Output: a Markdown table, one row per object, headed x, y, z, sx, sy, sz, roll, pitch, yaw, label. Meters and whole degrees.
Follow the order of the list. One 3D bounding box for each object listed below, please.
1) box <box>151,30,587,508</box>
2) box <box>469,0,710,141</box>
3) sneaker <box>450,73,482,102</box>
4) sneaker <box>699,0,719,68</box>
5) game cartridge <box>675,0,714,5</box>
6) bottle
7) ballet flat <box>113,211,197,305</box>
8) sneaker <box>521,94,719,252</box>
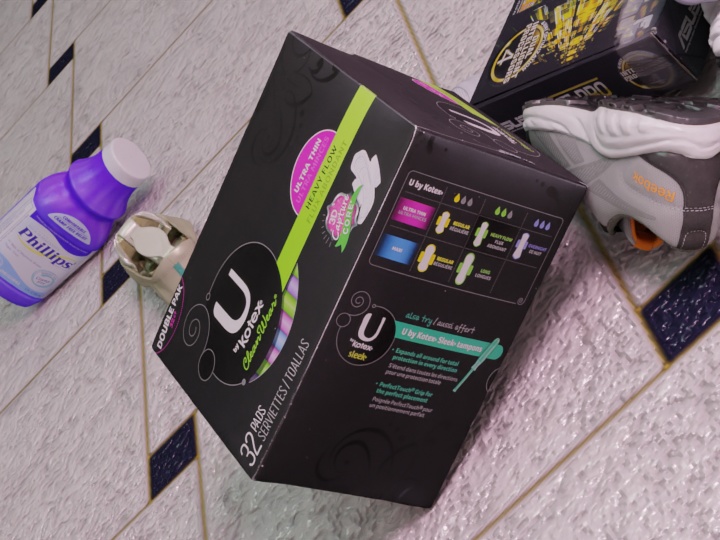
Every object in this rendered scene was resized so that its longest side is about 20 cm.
| x | y | z | sx | sy | sz | roll | pitch | yaw | label |
| --- | --- | --- | --- | --- | --- | --- | --- | --- | --- |
| 0.000 | 0.000 | 0.859 | 0.148 | 0.124 | 0.201 | 42 | 112 | 51 | box |
| 0.162 | -0.179 | 0.978 | 0.161 | 0.049 | 0.201 | -14 | 43 | 50 | box |
| 0.017 | -0.061 | 0.998 | 0.075 | 0.115 | 0.201 | -4 | 54 | 56 | sneaker |
| 0.220 | -0.121 | 0.800 | 0.081 | 0.075 | 0.201 | -30 | 34 | 21 | sneaker |
| 0.241 | -0.205 | 0.822 | 0.199 | 0.041 | 0.133 | -22 | 28 | 12 | game cartridge |
| -0.278 | -0.048 | 1.498 | 0.200 | 0.083 | 0.065 | -38 | 29 | 27 | bottle |
| -0.165 | -0.018 | 1.298 | 0.070 | 0.069 | 0.200 | -55 | 26 | -5 | ballet flat |
| 0.136 | -0.055 | 0.849 | 0.200 | 0.073 | 0.080 | -143 | 50 | -75 | sneaker |
